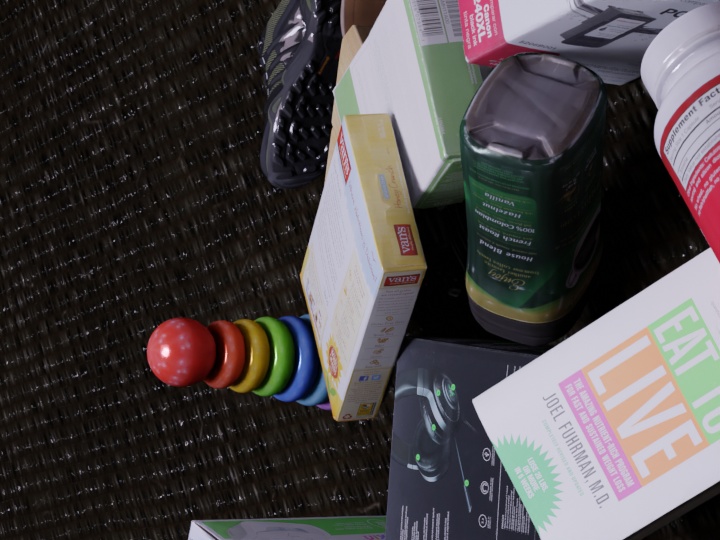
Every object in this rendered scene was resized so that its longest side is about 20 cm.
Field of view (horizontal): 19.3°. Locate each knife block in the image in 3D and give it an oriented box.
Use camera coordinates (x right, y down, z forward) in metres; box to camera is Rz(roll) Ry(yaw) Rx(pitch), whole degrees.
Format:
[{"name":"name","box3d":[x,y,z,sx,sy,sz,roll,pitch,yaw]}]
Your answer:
[{"name":"knife block","box3d":[0.047,-0.084,1.641,0.175,0.064,0.200,14,99,54]}]

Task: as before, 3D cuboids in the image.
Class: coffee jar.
[{"name":"coffee jar","box3d":[0.118,-0.043,1.434,0.085,0.104,0.200,18,143,20]}]

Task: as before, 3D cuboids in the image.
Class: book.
[{"name":"book","box3d":[0.183,0.090,1.353,0.200,0.048,0.134,-36,70,24]}]

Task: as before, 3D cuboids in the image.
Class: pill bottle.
[{"name":"pill bottle","box3d":[0.250,-0.066,1.299,0.112,0.112,0.200,-54,45,38]}]

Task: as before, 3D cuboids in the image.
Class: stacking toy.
[{"name":"stacking toy","box3d":[-0.079,0.072,1.689,0.085,0.200,0.086,-6,82,55]}]

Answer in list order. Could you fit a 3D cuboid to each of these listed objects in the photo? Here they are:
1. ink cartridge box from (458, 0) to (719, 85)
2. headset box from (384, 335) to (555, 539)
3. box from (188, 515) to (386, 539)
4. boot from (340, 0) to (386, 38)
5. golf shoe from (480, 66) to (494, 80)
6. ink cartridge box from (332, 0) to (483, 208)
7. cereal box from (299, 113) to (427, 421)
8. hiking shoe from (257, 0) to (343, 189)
[{"name":"ink cartridge box","box3d":[0.179,-0.195,1.383,0.200,0.145,0.084,-21,69,53]},{"name":"headset box","box3d":[0.104,0.139,1.510,0.200,0.093,0.174,4,91,56]},{"name":"box","box3d":[-0.039,0.285,1.614,0.097,0.200,0.177,28,111,53]},{"name":"boot","box3d":[0.009,-0.295,1.718,0.146,0.070,0.200,54,127,48]},{"name":"golf shoe","box3d":[0.099,-0.164,1.567,0.200,0.073,0.092,-34,62,55]},{"name":"ink cartridge box","box3d":[0.038,-0.113,1.561,0.200,0.048,0.146,124,136,-66]},{"name":"cereal box","box3d":[0.000,0.000,1.572,0.200,0.039,0.144,108,154,-52]},{"name":"hiking shoe","box3d":[-0.047,-0.167,1.790,0.101,0.076,0.200,18,93,63]}]
